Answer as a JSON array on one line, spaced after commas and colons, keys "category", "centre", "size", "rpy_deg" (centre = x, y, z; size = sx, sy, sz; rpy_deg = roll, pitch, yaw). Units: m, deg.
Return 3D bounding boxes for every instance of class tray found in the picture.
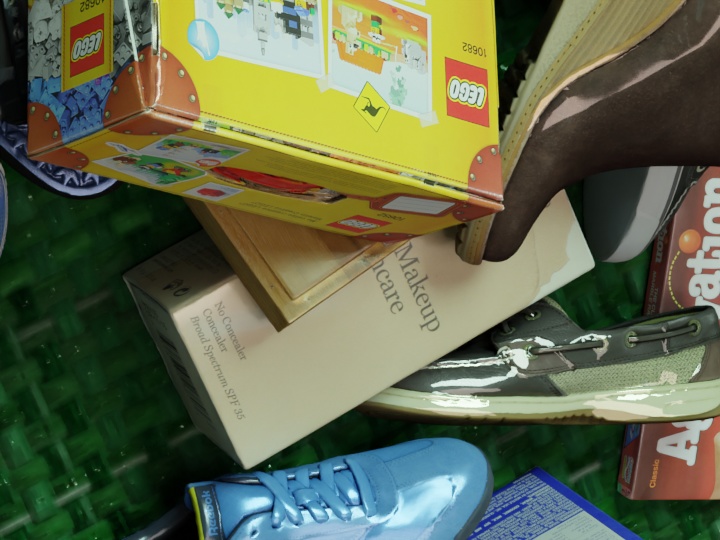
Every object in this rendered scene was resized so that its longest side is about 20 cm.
[{"category": "tray", "centre": [-0.053, -0.083, 1.195], "size": [0.099, 0.037, 0.200], "rpy_deg": [-35, 90, -13]}]

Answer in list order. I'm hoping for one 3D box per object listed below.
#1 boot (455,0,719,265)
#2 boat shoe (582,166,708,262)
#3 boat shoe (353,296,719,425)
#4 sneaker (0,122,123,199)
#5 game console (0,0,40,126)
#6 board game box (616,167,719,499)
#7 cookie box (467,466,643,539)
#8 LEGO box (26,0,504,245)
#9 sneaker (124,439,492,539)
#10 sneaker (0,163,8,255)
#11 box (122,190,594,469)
[{"category": "boot", "centre": [0.148, -0.063, 1.190], "size": [0.166, 0.072, 0.200], "rpy_deg": [24, 110, -8]}, {"category": "boat shoe", "centre": [0.159, -0.079, 1.279], "size": [0.057, 0.069, 0.200], "rpy_deg": [0, 136, -18]}, {"category": "boat shoe", "centre": [0.089, 0.045, 1.327], "size": [0.200, 0.073, 0.065], "rpy_deg": [0, 87, -21]}, {"category": "sneaker", "centre": [-0.179, -0.106, 1.170], "size": [0.070, 0.078, 0.200], "rpy_deg": [-43, 95, -6]}, {"category": "game console", "centre": [-0.169, -0.146, 1.124], "size": [0.171, 0.118, 0.200], "rpy_deg": [0, 76, -52]}, {"category": "board game box", "centre": [0.196, 0.023, 1.390], "size": [0.103, 0.019, 0.200], "rpy_deg": [2, 104, -22]}, {"category": "cookie box", "centre": [0.133, 0.210, 1.311], "size": [0.075, 0.200, 0.171], "rpy_deg": [-31, 114, -13]}, {"category": "LEGO box", "centre": [-0.036, -0.105, 1.097], "size": [0.200, 0.077, 0.149], "rpy_deg": [14, 68, -43]}, {"category": "sneaker", "centre": [-0.033, 0.124, 1.263], "size": [0.200, 0.066, 0.078], "rpy_deg": [-23, 136, -3]}, {"category": "sneaker", "centre": [-0.197, 0.036, 1.163], "size": [0.079, 0.089, 0.200], "rpy_deg": [8, 115, -26]}, {"category": "box", "centre": [0.000, 0.000, 1.265], "size": [0.200, 0.078, 0.095], "rpy_deg": [-31, 112, -13]}]
